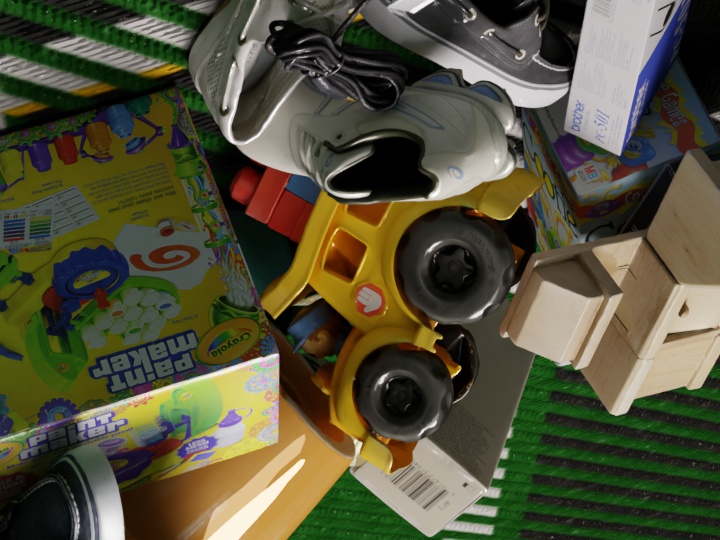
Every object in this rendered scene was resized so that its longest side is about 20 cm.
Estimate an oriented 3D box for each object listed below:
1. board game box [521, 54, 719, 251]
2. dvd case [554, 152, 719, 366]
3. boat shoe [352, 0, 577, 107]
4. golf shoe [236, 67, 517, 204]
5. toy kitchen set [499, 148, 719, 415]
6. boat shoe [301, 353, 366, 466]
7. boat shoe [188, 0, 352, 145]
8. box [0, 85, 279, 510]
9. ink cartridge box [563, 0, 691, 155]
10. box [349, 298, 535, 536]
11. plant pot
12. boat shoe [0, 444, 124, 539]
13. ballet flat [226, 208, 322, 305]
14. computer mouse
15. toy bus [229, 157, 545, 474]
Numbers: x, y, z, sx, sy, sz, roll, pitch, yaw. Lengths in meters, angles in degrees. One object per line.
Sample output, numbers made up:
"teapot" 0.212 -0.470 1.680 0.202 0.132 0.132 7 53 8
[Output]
"board game box" 0.174 -0.060 1.607 0.102 0.105 0.200 -21 152 -5
"dvd case" 0.225 -0.012 1.589 0.149 0.025 0.200 -10 149 -30
"boat shoe" 0.077 -0.156 1.411 0.066 0.070 0.199 -37 142 29
"golf shoe" -0.010 -0.078 1.373 0.199 0.079 0.097 4 -153 35
"toy kitchen set" 0.206 0.056 1.457 0.162 0.181 0.201 -11 142 -29
"boat shoe" -0.054 0.090 1.672 0.066 0.072 0.200 21 177 -28
"boat shoe" -0.033 -0.147 1.331 0.070 0.070 0.200 -1 145 -30
"box" -0.171 0.025 1.400 0.198 0.194 0.122 -16 152 -11
"ink cartridge box" 0.170 -0.165 1.429 0.094 0.044 0.200 -58 167 -27
"box" 0.064 0.091 1.695 0.068 0.082 0.200 -43 -169 34
"plant pot" -0.111 0.124 1.525 0.183 0.201 0.200 -38 150 9
"boat shoe" -0.200 0.169 1.346 0.090 0.071 0.201 -11 154 -30
"ballet flat" -0.055 -0.002 1.586 0.199 0.071 0.071 -1 146 -35
"computer mouse" 0.039 -0.175 1.289 0.200 0.044 0.109 -52 144 5
"toy bus" 0.000 0.000 1.498 0.201 0.191 0.136 -66 174 13
